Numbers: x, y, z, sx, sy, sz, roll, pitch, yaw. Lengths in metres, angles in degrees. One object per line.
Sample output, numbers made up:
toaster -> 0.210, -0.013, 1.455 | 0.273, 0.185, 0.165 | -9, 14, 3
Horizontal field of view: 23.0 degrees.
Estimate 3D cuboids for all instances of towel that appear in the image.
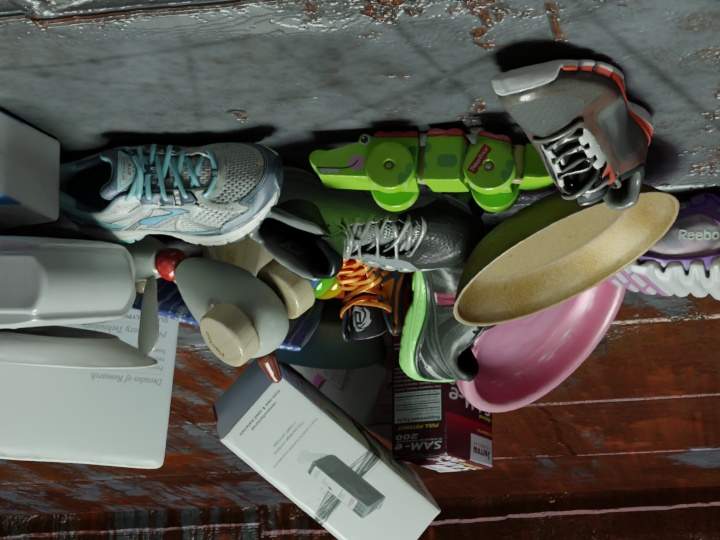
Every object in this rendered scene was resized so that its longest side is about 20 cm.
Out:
towel -> -0.136, 0.022, 1.560 | 0.200, 0.024, 0.145 | 16, -166, 4

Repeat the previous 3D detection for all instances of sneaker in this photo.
sneaker -> 0.002, -0.019, 1.387 | 0.200, 0.075, 0.116 | 9, -154, -4
sneaker -> 0.282, -0.025, 1.517 | 0.200, 0.089, 0.080 | 7, 168, 26
sneaker -> 0.159, -0.091, 1.246 | 0.077, 0.082, 0.200 | -10, 163, 32
sneaker -> 0.086, 0.012, 1.506 | 0.084, 0.077, 0.200 | 15, 128, 10
sneaker -> -0.154, -0.062, 1.354 | 0.200, 0.078, 0.086 | -9, 160, 27
sneaker -> 0.000, 0.000, 1.516 | 0.078, 0.112, 0.200 | -5, 164, 31

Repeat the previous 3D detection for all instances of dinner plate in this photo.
dinner plate -> -0.265, 0.059, 1.445 | 0.200, 0.024, 0.200 | 7, -178, 0

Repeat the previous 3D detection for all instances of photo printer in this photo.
photo printer -> -0.274, 0.009, 1.360 | 0.166, 0.069, 0.200 | 0, 180, 16

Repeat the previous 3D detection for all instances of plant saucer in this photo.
plant saucer -> 0.159, -0.021, 1.417 | 0.200, 0.035, 0.200 | -22, 159, -9
plant saucer -> -0.068, 0.039, 1.680 | 0.200, 0.036, 0.200 | 14, -164, -4
plant saucer -> 0.159, 0.040, 1.633 | 0.051, 0.201, 0.201 | 43, -167, 34

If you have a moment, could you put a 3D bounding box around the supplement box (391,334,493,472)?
supplement box -> 0.078, 0.086, 1.682 | 0.061, 0.200, 0.109 | -7, 165, 27

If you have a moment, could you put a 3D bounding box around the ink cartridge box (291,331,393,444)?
ink cartridge box -> 0.014, 0.100, 1.769 | 0.116, 0.068, 0.200 | 2, -155, -48

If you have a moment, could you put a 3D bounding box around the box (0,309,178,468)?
box -> -0.296, 0.088, 1.652 | 0.200, 0.171, 0.199 | 7, 177, -26

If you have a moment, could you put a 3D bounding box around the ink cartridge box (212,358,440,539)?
ink cartridge box -> -0.033, 0.173, 1.625 | 0.200, 0.084, 0.144 | 42, -179, -11

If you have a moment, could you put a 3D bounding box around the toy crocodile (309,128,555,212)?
toy crocodile -> 0.061, -0.082, 1.339 | 0.200, 0.062, 0.068 | 1, 166, 11

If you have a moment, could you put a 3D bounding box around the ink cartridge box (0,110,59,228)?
ink cartridge box -> -0.341, -0.069, 1.326 | 0.200, 0.067, 0.116 | -7, 165, 21

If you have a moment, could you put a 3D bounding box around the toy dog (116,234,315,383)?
toy dog -> -0.119, 0.031, 1.433 | 0.132, 0.096, 0.200 | -22, -145, -18

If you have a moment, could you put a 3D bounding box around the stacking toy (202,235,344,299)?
stacking toy -> -0.044, -0.002, 1.589 | 0.085, 0.085, 0.200 | -14, 164, 41
